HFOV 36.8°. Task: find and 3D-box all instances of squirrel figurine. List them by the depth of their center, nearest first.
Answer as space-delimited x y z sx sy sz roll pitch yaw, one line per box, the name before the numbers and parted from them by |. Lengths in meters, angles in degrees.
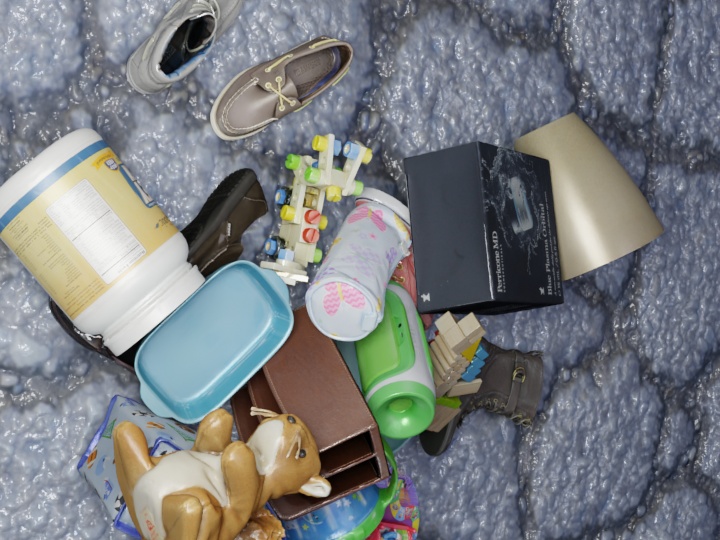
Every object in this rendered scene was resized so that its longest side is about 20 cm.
squirrel figurine | -0.126 0.228 1.066 0.185 0.141 0.202 -18 121 -36

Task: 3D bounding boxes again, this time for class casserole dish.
casserole dish | -0.164 0.075 1.187 0.200 0.039 0.121 -45 118 -13

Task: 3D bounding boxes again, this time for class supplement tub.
supplement tub | -0.269 -0.028 1.113 0.145 0.144 0.201 -43 98 -24

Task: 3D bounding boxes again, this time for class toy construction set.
toy construction set | -0.062 -0.060 1.282 0.092 0.131 0.202 29 77 -30

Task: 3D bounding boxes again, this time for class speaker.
speaker | 0.036 0.100 1.276 0.087 0.201 0.089 -4 128 -5

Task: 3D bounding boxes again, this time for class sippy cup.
sippy cup | -0.054 0.254 1.299 0.177 0.139 0.131 -34 110 -28

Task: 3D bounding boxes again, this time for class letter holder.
letter holder | -0.073 0.158 1.218 0.141 0.201 0.101 -22 136 -9

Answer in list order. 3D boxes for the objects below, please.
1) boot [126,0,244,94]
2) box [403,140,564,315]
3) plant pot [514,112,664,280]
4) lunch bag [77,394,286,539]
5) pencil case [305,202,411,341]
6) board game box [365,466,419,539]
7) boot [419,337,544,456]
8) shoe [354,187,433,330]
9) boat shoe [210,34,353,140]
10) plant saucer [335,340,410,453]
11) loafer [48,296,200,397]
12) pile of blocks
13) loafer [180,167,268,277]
boot | -0.177 -0.277 1.215 0.074 0.095 0.201 44 69 -27
box | 0.161 -0.048 1.389 0.199 0.117 0.199 3 79 -53
plant pot | 0.297 -0.110 1.510 0.186 0.187 0.202 -25 91 -30
lunch bag | -0.190 0.243 1.185 0.199 0.170 0.125 31 87 -32
pencil case | 0.000 0.000 1.269 0.090 0.083 0.200 32 32 -3
board game box | 0.028 0.356 1.385 0.200 0.039 0.159 -38 126 -38
boot | 0.179 0.181 1.494 0.173 0.069 0.202 28 75 -31
shoe | 0.047 -0.011 1.393 0.200 0.071 0.091 47 62 -31
boat shoe | -0.092 -0.221 1.296 0.199 0.059 0.072 -36 112 -27
plant saucer | 0.004 0.145 1.395 0.198 0.036 0.203 -2 93 -34
loafer | -0.254 0.077 1.201 0.200 0.063 0.072 43 71 -28
pile of blocks | 0.111 0.118 1.369 0.081 0.062 0.201 -3 135 -30
loafer | -0.169 -0.027 1.246 0.071 0.073 0.201 47 68 -25
